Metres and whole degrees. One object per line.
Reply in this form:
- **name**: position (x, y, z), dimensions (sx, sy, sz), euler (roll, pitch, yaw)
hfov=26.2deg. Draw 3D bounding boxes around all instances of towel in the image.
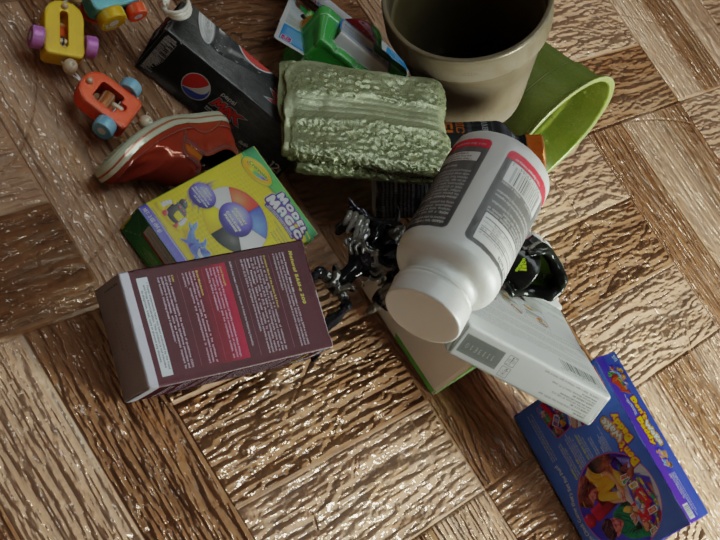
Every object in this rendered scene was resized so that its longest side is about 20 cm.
- **towel**: position (0.006, -0.160, 1.663), dimensions (0.197, 0.037, 0.150), euler (7, 54, -18)

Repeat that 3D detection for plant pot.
- **plant pot**: position (0.189, -0.234, 1.973), dimensions (0.190, 0.201, 0.199), euler (48, 34, 18)
- **plant pot**: position (0.129, -0.260, 1.802), dimensions (0.197, 0.174, 0.202), euler (-4, 54, 5)

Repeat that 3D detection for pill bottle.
- **pill bottle**: position (0.110, -0.115, 1.749), dimensions (0.197, 0.107, 0.107), euler (-2, 50, 0)
- **pill bottle**: position (0.102, -0.031, 1.527), dimensions (0.110, 0.110, 0.201), euler (39, 59, -14)

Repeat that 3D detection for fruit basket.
- **fruit basket**: position (-0.012, -0.266, 1.843), dimensions (0.184, 0.094, 0.201), euler (37, 33, -14)

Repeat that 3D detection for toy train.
- **toy train**: position (-0.256, -0.223, 1.563), dimensions (0.149, 0.056, 0.202), euler (32, 54, -13)

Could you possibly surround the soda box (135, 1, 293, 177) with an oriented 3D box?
- **soda box**: position (-0.140, -0.195, 1.669), dimensions (0.199, 0.063, 0.071), euler (39, 38, -16)

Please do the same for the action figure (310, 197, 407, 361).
- **action figure**: position (0.000, 0.000, 1.566), dimensions (0.200, 0.102, 0.119), euler (-44, 102, -26)

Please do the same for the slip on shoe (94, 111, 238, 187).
- **slip on shoe**: position (-0.188, -0.114, 1.545), dimensions (0.062, 0.074, 0.199), euler (58, 32, 6)

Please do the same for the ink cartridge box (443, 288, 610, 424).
- **ink cartridge box**: position (0.156, 0.063, 1.640), dimensions (0.199, 0.044, 0.174), euler (28, 20, -26)

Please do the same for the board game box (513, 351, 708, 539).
- **board game box**: position (0.272, 0.212, 1.695), dimensions (0.045, 0.134, 0.202), euler (-11, 68, -50)

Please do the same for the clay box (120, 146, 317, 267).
- **clay box**: position (-0.129, -0.045, 1.538), dimensions (0.199, 0.048, 0.115), euler (-34, 86, -43)

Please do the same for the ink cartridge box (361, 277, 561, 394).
- **ink cartridge box**: position (0.117, 0.030, 1.729), dimensions (0.199, 0.084, 0.146), euler (-25, 78, -52)

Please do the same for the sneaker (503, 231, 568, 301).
- **sneaker**: position (0.153, -0.022, 1.654), dimensions (0.199, 0.074, 0.088), euler (28, 13, -38)

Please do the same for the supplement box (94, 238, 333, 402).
- **supplement box**: position (-0.132, 0.044, 1.417), dimensions (0.198, 0.061, 0.110), euler (-10, 79, -34)
